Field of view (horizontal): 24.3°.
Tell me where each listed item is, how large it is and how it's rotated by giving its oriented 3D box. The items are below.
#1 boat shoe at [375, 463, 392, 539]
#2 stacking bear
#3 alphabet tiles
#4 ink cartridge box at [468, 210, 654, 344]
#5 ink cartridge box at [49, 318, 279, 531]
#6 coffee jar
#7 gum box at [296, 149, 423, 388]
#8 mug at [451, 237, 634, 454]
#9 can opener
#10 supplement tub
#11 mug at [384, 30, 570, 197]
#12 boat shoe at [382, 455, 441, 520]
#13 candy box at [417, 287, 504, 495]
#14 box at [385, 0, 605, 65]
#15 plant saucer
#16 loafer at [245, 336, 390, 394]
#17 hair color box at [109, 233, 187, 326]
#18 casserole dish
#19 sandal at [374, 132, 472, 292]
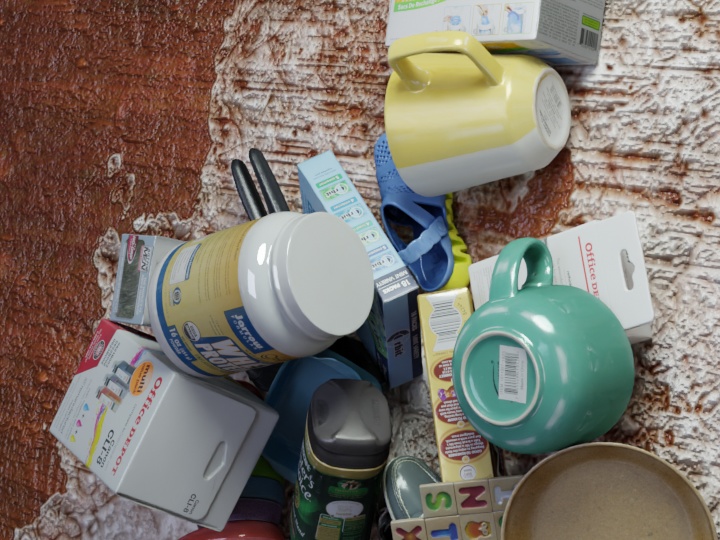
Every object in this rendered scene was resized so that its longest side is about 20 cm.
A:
[{"bbox_3d":[0.054,0.285,1.726,0.067,0.057,0.200,-42,58,31],"label":"boat shoe"},{"bbox_3d":[-0.143,0.221,1.885,0.114,0.121,0.200,-25,59,38],"label":"stacking bear"},{"bbox_3d":[0.134,0.276,1.596,0.200,0.006,0.167,-7,104,9],"label":"alphabet tiles"},{"bbox_3d":[0.209,0.025,1.625,0.200,0.067,0.116,-20,71,38],"label":"ink cartridge box"},{"bbox_3d":[-0.213,0.164,1.799,0.200,0.145,0.145,26,91,55],"label":"ink cartridge box"},{"bbox_3d":[-0.022,0.210,1.728,0.104,0.085,0.200,-97,14,-50],"label":"coffee jar"},{"bbox_3d":[0.000,0.000,1.761,0.045,0.170,0.200,-25,58,-13],"label":"gum box"},{"bbox_3d":[0.151,0.081,1.549,0.185,0.114,0.152,53,123,22],"label":"mug"},{"bbox_3d":[-0.098,-0.047,1.894,0.063,0.079,0.200,-21,73,19],"label":"can opener"},{"bbox_3d":[-0.100,0.023,1.664,0.200,0.145,0.145,-16,73,41],"label":"supplement tub"},{"bbox_3d":[0.117,-0.154,1.672,0.153,0.186,0.150,-3,88,33],"label":"mug"},{"bbox_3d":[0.088,0.265,1.679,0.200,0.073,0.062,61,158,23],"label":"boat shoe"},{"bbox_3d":[0.102,0.129,1.665,0.056,0.117,0.200,-11,73,8],"label":"candy box"},{"bbox_3d":[0.137,-0.269,1.710,0.200,0.112,0.102,5,85,43],"label":"box"},{"bbox_3d":[0.231,0.250,1.544,0.200,0.035,0.201,3,102,16],"label":"plant saucer"},{"bbox_3d":[-0.047,0.114,1.851,0.200,0.073,0.072,14,131,36],"label":"loafer"},{"bbox_3d":[-0.182,0.022,1.885,0.061,0.200,0.099,5,86,42],"label":"hair color box"},{"bbox_3d":[-0.043,0.155,1.794,0.121,0.039,0.200,30,131,5],"label":"casserole dish"},{"bbox_3d":[0.054,-0.065,1.767,0.079,0.087,0.200,-38,58,33],"label":"sandal"}]
